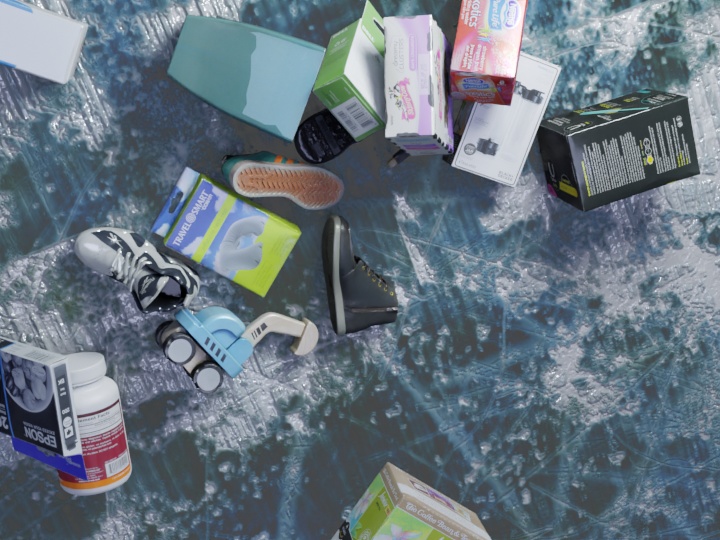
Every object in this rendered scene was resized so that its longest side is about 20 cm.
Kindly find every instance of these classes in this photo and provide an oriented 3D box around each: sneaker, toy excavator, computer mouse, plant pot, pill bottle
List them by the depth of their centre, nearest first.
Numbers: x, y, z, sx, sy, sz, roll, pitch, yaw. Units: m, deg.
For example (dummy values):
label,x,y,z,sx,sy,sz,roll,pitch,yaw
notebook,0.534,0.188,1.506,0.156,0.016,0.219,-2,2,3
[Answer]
label,x,y,z,sx,sy,sz,roll,pitch,yaw
plant pot,-0.168,-0.291,1.578,0.199,0.141,0.142,20,101,-9
sneaker,-0.332,0.004,1.628,0.199,0.130,0.080,31,97,-17
sneaker,-0.119,-0.146,1.665,0.199,0.080,0.072,9,114,-35
computer mouse,-0.001,-0.208,1.682,0.200,0.046,0.141,-37,105,-12
pill bottle,-0.422,0.233,1.683,0.113,0.113,0.201,-8,106,-9
toy excavator,-0.190,0.105,1.710,0.200,0.100,0.195,-44,110,-6
sneaker,0.000,0.000,1.730,0.106,0.075,0.201,-10,116,-13

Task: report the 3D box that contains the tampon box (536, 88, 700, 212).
label,x,y,z,sx,sy,sz,roll,pitch,yaw
tampon box,0.398,-0.190,1.709,0.199,0.150,0.127,-18,107,-6

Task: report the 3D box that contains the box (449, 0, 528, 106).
label,x,y,z,sx,sy,sz,roll,pitch,yaw
box,0.191,-0.353,1.597,0.095,0.100,0.201,9,75,7

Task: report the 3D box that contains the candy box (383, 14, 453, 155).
label,x,y,z,sx,sy,sz,roll,pitch,yaw
candy box,0.086,-0.261,1.577,0.071,0.200,0.168,-1,89,13

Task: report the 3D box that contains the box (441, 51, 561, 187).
label,x,y,z,sx,sy,sz,roll,pitch,yaw
box,0.219,-0.244,1.706,0.116,0.060,0.201,16,102,-15

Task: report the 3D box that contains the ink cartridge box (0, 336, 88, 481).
label,x,y,z,sx,sy,sz,roll,pitch,yaw
ink cartridge box,-0.492,0.208,1.630,0.043,0.198,0.201,-23,115,-46

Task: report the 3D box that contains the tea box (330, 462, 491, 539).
label,x,y,z,sx,sy,sz,roll,pitch,yaw
tea box,0.082,0.468,1.836,0.200,0.134,0.197,32,97,-17

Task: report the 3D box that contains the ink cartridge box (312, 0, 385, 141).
label,x,y,z,sx,sy,sz,roll,pitch,yaw
ink cartridge box,0.002,-0.292,1.588,0.059,0.200,0.104,-24,124,31

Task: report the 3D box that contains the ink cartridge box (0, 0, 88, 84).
label,x,y,z,sx,sy,sz,roll,pitch,yaw
ink cartridge box,-0.452,-0.318,1.481,0.144,0.200,0.085,17,98,-16

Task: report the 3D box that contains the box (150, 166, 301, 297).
label,x,y,z,sx,sy,sz,roll,pitch,yaw
box,-0.206,-0.059,1.680,0.200,0.048,0.122,28,98,-18
